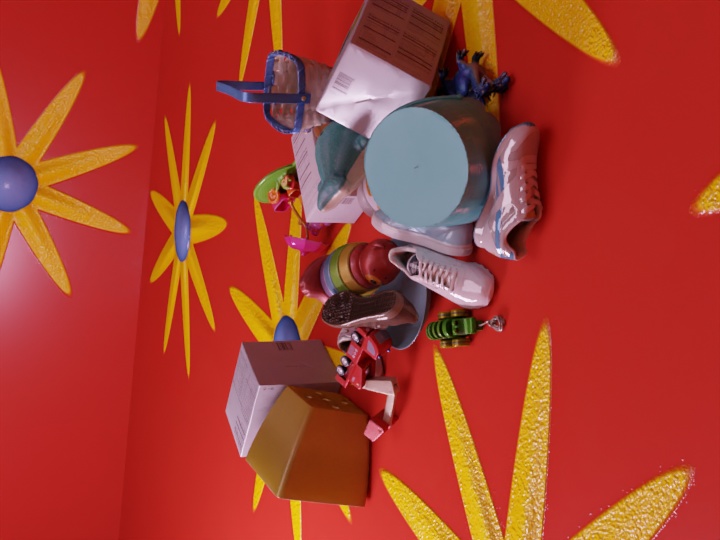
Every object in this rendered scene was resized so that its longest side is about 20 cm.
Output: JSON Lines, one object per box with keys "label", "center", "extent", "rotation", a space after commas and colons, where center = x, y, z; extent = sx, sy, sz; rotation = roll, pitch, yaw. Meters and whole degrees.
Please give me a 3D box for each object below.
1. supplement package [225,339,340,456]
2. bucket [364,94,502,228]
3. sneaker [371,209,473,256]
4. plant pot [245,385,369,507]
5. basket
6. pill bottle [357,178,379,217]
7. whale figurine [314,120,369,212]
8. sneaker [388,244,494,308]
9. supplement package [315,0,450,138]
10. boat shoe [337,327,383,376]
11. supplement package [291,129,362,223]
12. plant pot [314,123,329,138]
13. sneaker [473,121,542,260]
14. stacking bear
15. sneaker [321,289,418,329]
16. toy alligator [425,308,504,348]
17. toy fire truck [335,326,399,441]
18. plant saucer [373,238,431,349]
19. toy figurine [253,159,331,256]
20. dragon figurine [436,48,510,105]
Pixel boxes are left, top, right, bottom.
{"label": "supplement package", "center": [-0.171, 0.273, 2.065], "extent": [0.148, 0.189, 0.202], "rotation": [59, 139, 48]}
{"label": "bucket", "center": [0.111, -0.161, 1.445], "extent": [0.205, 0.134, 0.211], "rotation": [7, 103, 31]}
{"label": "sneaker", "center": [0.106, -0.088, 1.589], "extent": [0.198, 0.074, 0.083], "rotation": [18, 110, 32]}
{"label": "plant pot", "center": [-0.091, 0.342, 1.917], "extent": [0.199, 0.198, 0.179], "rotation": [26, 102, 61]}
{"label": "basket", "center": [-0.140, -0.314, 1.682], "extent": [0.176, 0.197, 0.141], "rotation": [-142, 57, -59]}
{"label": "pill bottle", "center": [0.072, -0.157, 1.661], "extent": [0.200, 0.110, 0.113], "rotation": [-28, 64, 61]}
{"label": "whale figurine", "center": [-0.037, -0.187, 1.638], "extent": [0.159, 0.103, 0.201], "rotation": [-43, 14, 39]}
{"label": "sneaker", "center": [0.130, 0.008, 1.545], "extent": [0.199, 0.080, 0.077], "rotation": [23, 98, 46]}
{"label": "supplement package", "center": [0.039, -0.343, 1.596], "extent": [0.152, 0.149, 0.201], "rotation": [-55, 13, 45]}
{"label": "boat shoe", "center": [-0.012, 0.135, 1.877], "extent": [0.071, 0.068, 0.202], "rotation": [119, 143, -45]}
{"label": "supplement package", "center": [-0.060, -0.211, 1.931], "extent": [0.110, 0.112, 0.203], "rotation": [131, 132, -55]}
{"label": "plant pot", "center": [-0.002, -0.298, 1.786], "extent": [0.199, 0.138, 0.204], "rotation": [180, 90, -64]}
{"label": "sneaker", "center": [0.231, -0.115, 1.392], "extent": [0.080, 0.076, 0.203], "rotation": [31, 119, 41]}
{"label": "stacking bear", "center": [0.000, 0.000, 1.730], "extent": [0.199, 0.121, 0.115], "rotation": [-23, 34, 51]}
{"label": "sneaker", "center": [0.014, 0.080, 1.675], "extent": [0.198, 0.075, 0.071], "rotation": [-5, 58, 47]}
{"label": "toy alligator", "center": [0.156, 0.093, 1.549], "extent": [0.199, 0.054, 0.060], "rotation": [-17, 75, 63]}
{"label": "toy fire truck", "center": [0.025, 0.201, 1.753], "extent": [0.141, 0.049, 0.201], "rotation": [40, 130, 20]}
{"label": "plant saucer", "center": [0.083, 0.040, 1.718], "extent": [0.200, 0.038, 0.204], "rotation": [-179, 90, -65]}
{"label": "toy figurine", "center": [-0.115, -0.130, 2.074], "extent": [0.199, 0.149, 0.186], "rotation": [-37, 68, 29]}
{"label": "dragon figurine", "center": [0.165, -0.285, 1.531], "extent": [0.200, 0.058, 0.101], "rotation": [-34, 59, 58]}
